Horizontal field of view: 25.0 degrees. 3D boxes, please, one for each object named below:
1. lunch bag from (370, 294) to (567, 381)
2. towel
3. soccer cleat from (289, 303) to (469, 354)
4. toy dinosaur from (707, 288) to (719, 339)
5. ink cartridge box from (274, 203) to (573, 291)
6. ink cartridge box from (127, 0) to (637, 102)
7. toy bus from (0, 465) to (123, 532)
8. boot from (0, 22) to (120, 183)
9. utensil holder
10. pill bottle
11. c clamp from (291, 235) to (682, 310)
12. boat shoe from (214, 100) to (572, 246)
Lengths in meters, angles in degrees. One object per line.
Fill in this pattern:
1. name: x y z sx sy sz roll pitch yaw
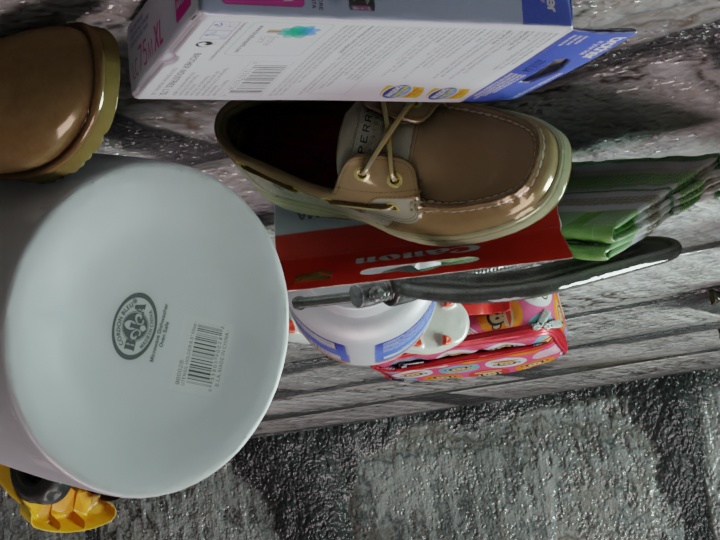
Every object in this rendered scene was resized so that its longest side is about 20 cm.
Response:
1. lunch bag: 0.104 0.055 1.618 0.198 0.083 0.176 -10 166 11
2. towel: 0.128 -0.035 0.997 0.148 0.031 0.199 -2 -166 33
3. soccer cleat: 0.002 0.042 1.513 0.198 0.070 0.078 4 173 -14
4. toy dinosaur: 0.451 0.036 1.792 0.101 0.078 0.200 -16 168 -15
5. ink cartridge box: 0.030 -0.039 0.902 0.161 0.058 0.200 -7 -172 3
6. ink cartridge box: 0.007 -0.107 0.713 0.198 0.042 0.119 1 170 -22
7. toy bus: -0.300 0.129 1.607 0.191 0.202 0.135 30 -168 33
8. boot: -0.226 -0.073 0.685 0.199 0.067 0.174 5 165 -45
9. utensil holder: -0.155 0.021 0.826 0.169 0.172 0.199 1 -177 -37
10. pill bottle: 0.000 0.000 1.113 0.111 0.113 0.200 -6 170 0
11. c clamp: 0.084 -0.003 0.964 0.198 0.027 0.170 -12 -173 -31
12. boat shoe: 0.009 -0.058 0.821 0.198 0.075 0.066 3 164 35
